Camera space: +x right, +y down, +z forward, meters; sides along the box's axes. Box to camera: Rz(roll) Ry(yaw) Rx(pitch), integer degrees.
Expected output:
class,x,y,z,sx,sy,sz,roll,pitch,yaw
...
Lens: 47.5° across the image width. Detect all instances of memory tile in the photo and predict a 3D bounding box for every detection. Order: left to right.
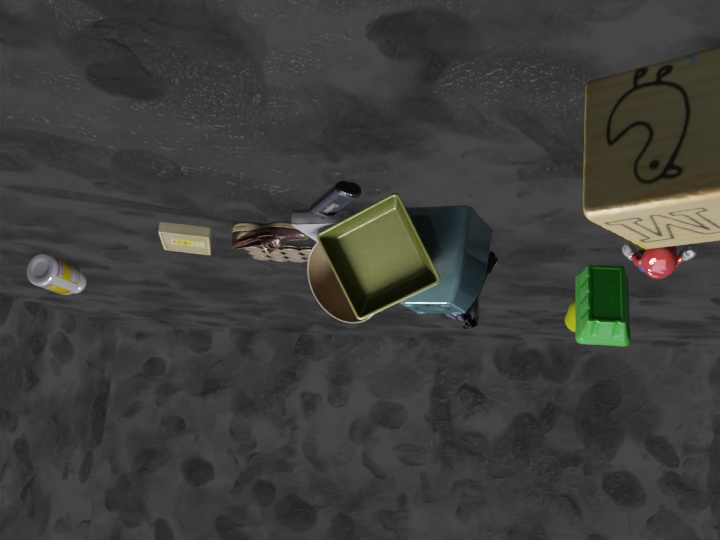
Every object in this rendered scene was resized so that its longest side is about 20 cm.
class,x,y,z,sx,sy,sz,roll,pitch,yaw
memory tile,-0.201,-0.047,2.175,0.198,0.017,0.153,3,168,7

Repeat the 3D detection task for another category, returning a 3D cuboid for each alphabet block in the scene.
class,x,y,z,sx,sy,sz,roll,pitch,yaw
alphabet block,0.421,-0.148,1.050,0.199,0.197,0.196,-8,160,43

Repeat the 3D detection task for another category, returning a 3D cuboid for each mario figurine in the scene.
class,x,y,z,sx,sy,sz,roll,pitch,yaw
mario figurine,0.648,-0.044,1.773,0.123,0.106,0.200,-35,170,10

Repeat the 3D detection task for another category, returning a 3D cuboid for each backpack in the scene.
class,x,y,z,sx,sy,sz,roll,pitch,yaw
backpack,0.225,0.015,1.927,0.153,0.201,0.191,16,171,16

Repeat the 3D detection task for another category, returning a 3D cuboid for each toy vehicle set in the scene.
class,x,y,z,sx,sy,sz,roll,pitch,yaw
toy vehicle set,-0.445,-0.080,2.091,0.123,0.027,0.200,7,168,-8

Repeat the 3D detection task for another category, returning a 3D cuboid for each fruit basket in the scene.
class,x,y,z,sx,sy,sz,roll,pitch,yaw
fruit basket,0.606,0.102,2.089,0.154,0.217,0.216,2,168,11

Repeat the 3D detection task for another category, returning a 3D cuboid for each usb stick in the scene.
class,x,y,z,sx,sy,sz,roll,pitch,yaw
usb stick,-0.053,-0.140,1.647,0.055,0.033,0.200,8,168,-19

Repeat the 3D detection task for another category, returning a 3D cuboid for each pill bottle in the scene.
class,x,y,z,sx,sy,sz,roll,pitch,yaw
pill bottle,-0.941,0.016,2.550,0.103,0.105,0.200,2,167,14

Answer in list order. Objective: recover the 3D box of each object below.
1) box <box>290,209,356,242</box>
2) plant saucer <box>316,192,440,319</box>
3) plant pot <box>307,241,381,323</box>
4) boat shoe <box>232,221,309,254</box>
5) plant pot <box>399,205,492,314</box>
class,x,y,z,sx,sy,sz,roll,pitch,yaw
box,-0.052,-0.093,1.860,0.143,0.037,0.200,0,166,21
plant saucer,0.041,-0.030,1.667,0.199,0.201,0.048,-26,-178,21
plant pot,0.000,0.000,1.813,0.199,0.202,0.134,-4,-166,36
boat shoe,-0.211,-0.072,1.925,0.198,0.073,0.072,2,168,13
plant pot,0.162,-0.013,1.751,0.195,0.202,0.196,-1,166,24
